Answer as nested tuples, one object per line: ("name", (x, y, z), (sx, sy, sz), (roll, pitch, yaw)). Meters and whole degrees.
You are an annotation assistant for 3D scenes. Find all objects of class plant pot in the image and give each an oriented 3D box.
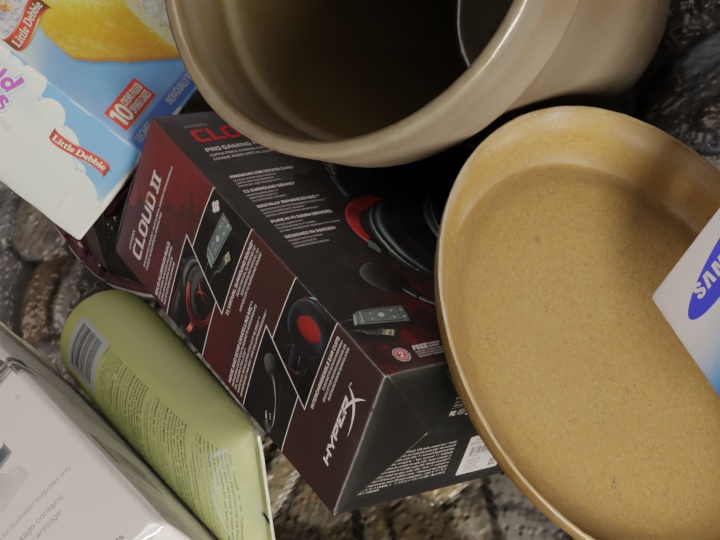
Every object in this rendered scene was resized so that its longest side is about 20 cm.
("plant pot", (0.043, -0.135, 0.922), (0.199, 0.173, 0.202), (-5, 81, 36))
("plant pot", (0.107, 0.030, 0.857), (0.027, 0.199, 0.202), (-37, 43, 47))

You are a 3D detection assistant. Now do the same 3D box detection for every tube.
("tube", (-0.077, 0.067, 0.941), (0.052, 0.058, 0.200), (-53, 32, 1))

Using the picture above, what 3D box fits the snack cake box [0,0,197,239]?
("snack cake box", (-0.121, -0.119, 1.013), (0.067, 0.115, 0.200), (-46, 9, 39))

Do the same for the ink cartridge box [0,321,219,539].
("ink cartridge box", (-0.135, 0.102, 0.929), (0.085, 0.146, 0.200), (-45, 54, -3))

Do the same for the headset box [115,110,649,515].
("headset box", (0.000, 0.000, 0.921), (0.200, 0.148, 0.075), (47, 131, 36))

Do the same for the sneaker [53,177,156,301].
("sneaker", (-0.147, -0.068, 1.049), (0.076, 0.116, 0.200), (-46, 54, -6))

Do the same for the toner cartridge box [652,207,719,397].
("toner cartridge box", (0.197, -0.030, 0.787), (0.201, 0.043, 0.095), (-56, 40, 24))
